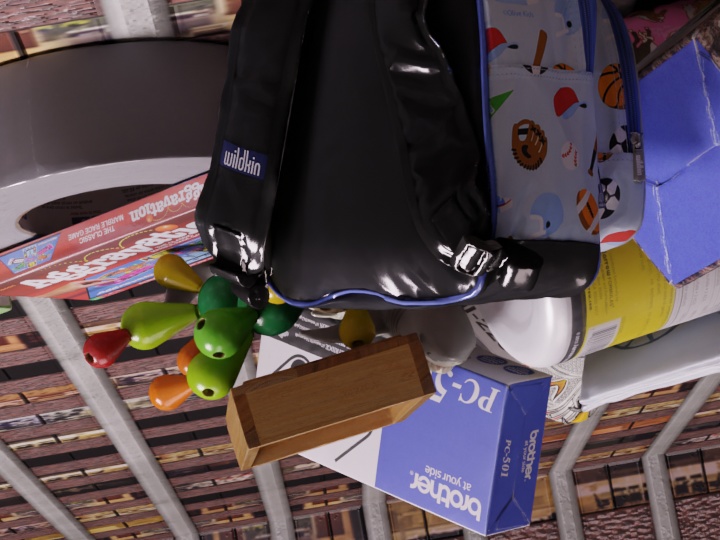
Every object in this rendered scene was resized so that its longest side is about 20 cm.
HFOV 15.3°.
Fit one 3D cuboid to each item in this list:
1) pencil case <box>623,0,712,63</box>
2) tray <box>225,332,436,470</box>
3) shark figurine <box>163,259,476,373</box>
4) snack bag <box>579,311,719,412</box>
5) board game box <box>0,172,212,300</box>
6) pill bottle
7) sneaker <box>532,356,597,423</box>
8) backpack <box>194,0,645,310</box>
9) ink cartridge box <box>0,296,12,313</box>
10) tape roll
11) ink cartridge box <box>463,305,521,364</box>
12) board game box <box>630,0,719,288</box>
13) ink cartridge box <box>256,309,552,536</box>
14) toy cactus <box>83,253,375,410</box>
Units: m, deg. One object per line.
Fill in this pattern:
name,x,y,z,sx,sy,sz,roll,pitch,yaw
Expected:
pencil case,0.112,-0.097,1.461,0.200,0.083,0.087,-10,144,3
tray,-0.020,0.071,1.431,0.099,0.037,0.200,-17,175,-6
shark figurine,-0.010,-0.006,1.566,0.214,0.090,0.128,16,-165,24
snack bag,0.227,0.005,1.586,0.200,0.021,0.189,-18,-155,18
board game box,-0.111,-0.019,1.482,0.200,0.019,0.103,-19,165,36
pill bottle,0.166,-0.024,1.517,0.200,0.112,0.112,-17,172,-21
sneaker,0.144,0.052,1.723,0.078,0.082,0.200,-37,-172,-23
backpack,0.036,-0.081,1.203,0.154,0.191,0.200,-10,-174,-43
ink cartridge box,-0.328,0.018,1.678,0.200,0.067,0.117,-20,165,39
tape roll,-0.140,-0.062,1.457,0.200,0.066,0.200,-10,169,-2
ink cartridge box,0.054,-0.008,1.644,0.200,0.146,0.085,-29,-162,52
board game box,0.215,-0.104,1.257,0.200,0.097,0.159,-40,-179,-24
ink cartridge box,0.021,0.080,1.602,0.200,0.094,0.044,21,-161,40
toy cactus,-0.042,0.004,1.442,0.200,0.102,0.165,-25,-179,40
